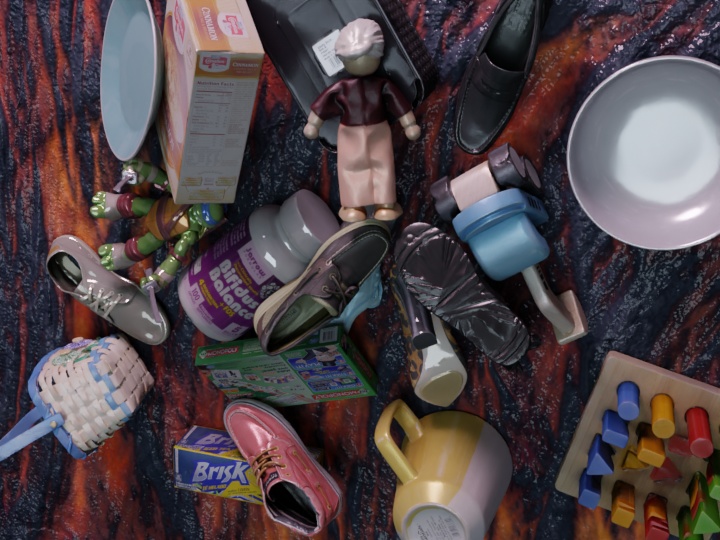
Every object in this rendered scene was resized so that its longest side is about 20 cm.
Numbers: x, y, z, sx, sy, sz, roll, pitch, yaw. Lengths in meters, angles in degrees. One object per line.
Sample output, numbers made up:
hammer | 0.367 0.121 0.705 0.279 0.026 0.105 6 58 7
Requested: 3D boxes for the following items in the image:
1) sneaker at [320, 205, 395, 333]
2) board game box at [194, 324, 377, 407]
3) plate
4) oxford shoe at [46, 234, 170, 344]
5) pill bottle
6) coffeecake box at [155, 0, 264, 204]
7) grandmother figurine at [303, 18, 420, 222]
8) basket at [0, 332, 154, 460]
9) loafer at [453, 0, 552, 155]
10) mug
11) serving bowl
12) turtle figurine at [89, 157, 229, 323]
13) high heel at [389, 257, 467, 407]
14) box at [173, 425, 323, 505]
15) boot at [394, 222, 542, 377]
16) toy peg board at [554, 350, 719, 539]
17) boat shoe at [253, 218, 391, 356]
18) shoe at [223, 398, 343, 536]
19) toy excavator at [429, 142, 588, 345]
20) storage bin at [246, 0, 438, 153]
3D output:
sneaker | 0.000 0.000 1.105 0.081 0.074 0.201 23 115 -27
board game box | -0.092 0.128 1.155 0.196 0.030 0.135 -10 144 19
plate | -0.259 -0.227 1.045 0.025 0.200 0.203 0 120 -32
oxford shoe | -0.341 0.034 1.214 0.199 0.058 0.075 41 114 -4
pill bottle | -0.119 -0.008 1.101 0.199 0.112 0.113 -36 98 25
coffeecake box | -0.169 -0.199 0.983 0.072 0.155 0.202 -3 139 -22
grandmother figurine | 0.001 -0.155 0.940 0.119 0.061 0.204 -5 109 -12
basket | -0.389 0.176 1.223 0.198 0.177 0.140 -33 101 6
loafer | 0.146 -0.215 0.965 0.067 0.070 0.203 23 116 6
mug | 0.090 0.271 1.129 0.184 0.153 0.152 21 116 7
serving bowl | 0.318 -0.127 0.953 0.196 0.066 0.204 6 113 15
turtle figurine | -0.268 -0.052 1.085 0.192 0.201 0.145 -7 127 43
high heel | 0.082 0.071 1.117 0.070 0.144 0.201 -15 141 5
box | -0.153 0.270 1.244 0.196 0.070 0.066 7 109 13
boot | 0.123 0.036 1.025 0.073 0.162 0.198 -46 79 4
toy peg board | 0.351 0.231 1.068 0.196 0.098 0.203 19 115 8
boat shoe | -0.039 0.026 1.028 0.200 0.066 0.072 -39 125 14
shoe | -0.106 0.244 1.143 0.200 0.091 0.072 45 101 8
toy excavator | 0.178 -0.016 1.009 0.099 0.194 0.203 -25 75 23
storage bin | -0.019 -0.248 0.988 0.134 0.094 0.202 -27 101 23
